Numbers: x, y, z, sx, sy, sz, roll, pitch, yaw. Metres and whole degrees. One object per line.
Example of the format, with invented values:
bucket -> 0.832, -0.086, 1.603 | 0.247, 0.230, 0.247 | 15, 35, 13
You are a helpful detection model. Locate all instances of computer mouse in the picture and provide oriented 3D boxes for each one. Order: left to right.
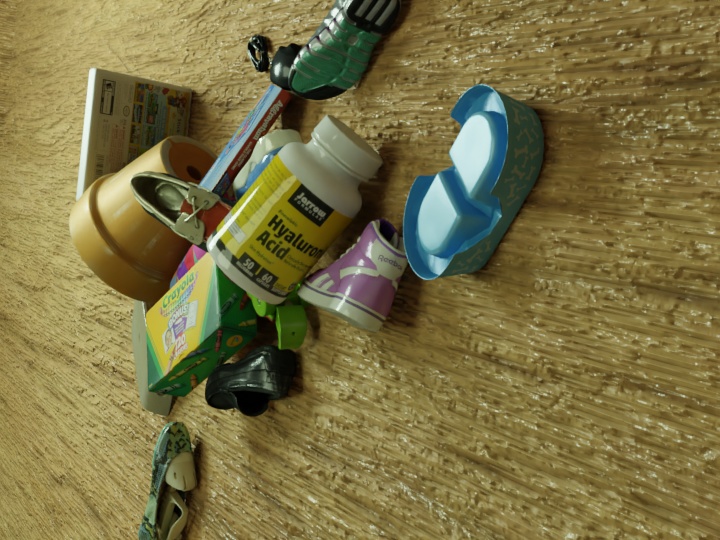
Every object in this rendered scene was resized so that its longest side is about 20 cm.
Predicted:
computer mouse -> -0.119, -0.279, 1.670 | 0.200, 0.034, 0.059 | 38, 119, 59

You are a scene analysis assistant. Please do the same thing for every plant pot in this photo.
plant pot -> -0.281, -0.087, 1.803 | 0.183, 0.200, 0.201 | -43, 46, 30

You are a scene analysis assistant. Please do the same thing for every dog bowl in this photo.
dog bowl -> 0.105, -0.077, 1.175 | 0.200, 0.049, 0.112 | -63, 34, 37

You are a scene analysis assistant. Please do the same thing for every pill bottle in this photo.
pill bottle -> -0.069, -0.070, 1.397 | 0.200, 0.111, 0.111 | -50, 36, 11

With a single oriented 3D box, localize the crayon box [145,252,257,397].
crayon box -> -0.210, 0.069, 1.649 | 0.200, 0.058, 0.119 | -40, 47, 43

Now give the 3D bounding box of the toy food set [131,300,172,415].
toy food set -> -0.314, 0.103, 1.966 | 0.144, 0.060, 0.201 | 108, 154, -46

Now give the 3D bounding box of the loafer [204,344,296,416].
loafer -> -0.145, 0.150, 1.596 | 0.200, 0.068, 0.071 | -31, 50, 54

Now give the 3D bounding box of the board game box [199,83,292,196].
board game box -> -0.159, -0.150, 1.627 | 0.200, 0.019, 0.103 | -55, 18, 2

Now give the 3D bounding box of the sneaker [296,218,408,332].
sneaker -> 0.001, 0.000, 1.364 | 0.115, 0.072, 0.200 | -65, 21, -5

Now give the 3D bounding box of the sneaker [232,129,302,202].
sneaker -> -0.100, -0.080, 1.545 | 0.200, 0.076, 0.112 | 129, 127, -63

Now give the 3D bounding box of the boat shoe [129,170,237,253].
boat shoe -> -0.201, -0.071, 1.536 | 0.200, 0.063, 0.071 | 28, 88, 38

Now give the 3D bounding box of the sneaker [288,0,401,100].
sneaker -> -0.014, -0.276, 1.445 | 0.200, 0.074, 0.088 | -41, 33, 44

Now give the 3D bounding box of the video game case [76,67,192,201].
video game case -> -0.343, -0.193, 1.933 | 0.023, 0.181, 0.201 | 6, 90, 45

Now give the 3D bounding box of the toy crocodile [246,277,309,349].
toy crocodile -> -0.118, 0.015, 1.549 | 0.200, 0.067, 0.062 | 50, 140, 37

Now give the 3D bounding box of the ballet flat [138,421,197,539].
ballet flat -> -0.267, 0.318, 1.825 | 0.074, 0.074, 0.201 | 42, 124, 58

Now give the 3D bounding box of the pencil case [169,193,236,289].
pencil case -> -0.190, -0.021, 1.705 | 0.200, 0.088, 0.089 | -52, 41, 45
